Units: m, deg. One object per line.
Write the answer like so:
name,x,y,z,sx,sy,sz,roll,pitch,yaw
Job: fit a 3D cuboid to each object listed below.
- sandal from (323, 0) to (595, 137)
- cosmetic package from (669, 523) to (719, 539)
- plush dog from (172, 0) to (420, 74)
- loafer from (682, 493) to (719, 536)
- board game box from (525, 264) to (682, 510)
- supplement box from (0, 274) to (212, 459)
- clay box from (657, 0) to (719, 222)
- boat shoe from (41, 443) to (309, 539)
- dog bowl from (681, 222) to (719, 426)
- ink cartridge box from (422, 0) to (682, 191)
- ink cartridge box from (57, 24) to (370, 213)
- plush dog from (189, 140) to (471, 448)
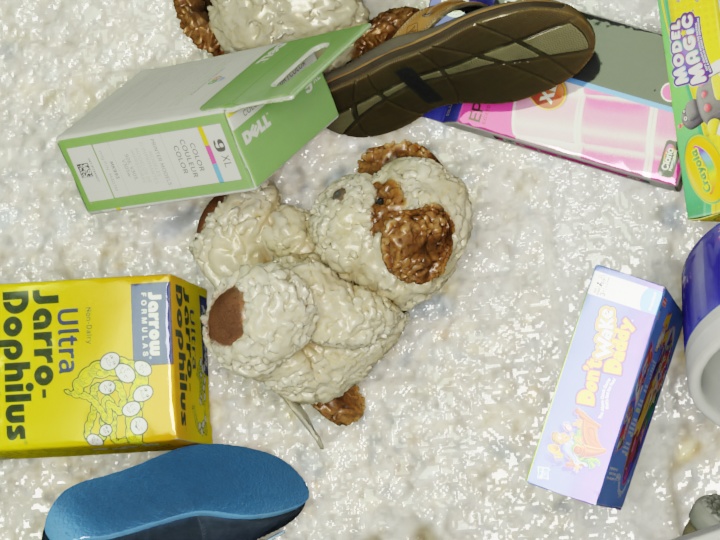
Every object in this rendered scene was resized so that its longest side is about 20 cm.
sandal,0.055,-0.140,1.733,0.199,0.082,0.055,-19,50,30
cosmetic package,0.205,0.214,1.646,0.199,0.071,0.102,-25,82,39
plush dog,-0.040,-0.206,1.753,0.199,0.161,0.173,9,113,14
loafer,0.277,0.227,1.689,0.200,0.075,0.070,43,115,20
board game box,0.154,0.076,1.651,0.045,0.200,0.135,18,87,11
supplement box,-0.206,0.066,1.759,0.199,0.110,0.110,-4,84,9
clay box,0.242,-0.105,1.695,0.047,0.115,0.201,-11,82,37
boat shoe,-0.126,0.159,1.719,0.084,0.199,0.069,53,132,38
dog bowl,0.295,0.030,1.627,0.199,0.200,0.079,-7,60,9
ink cartridge box,0.129,-0.125,1.761,0.199,0.037,0.095,17,88,13
ink cartridge box,-0.085,-0.094,1.706,0.199,0.104,0.060,-8,114,38
plush dog,0.000,0.000,1.711,0.172,0.200,0.160,-41,113,13
